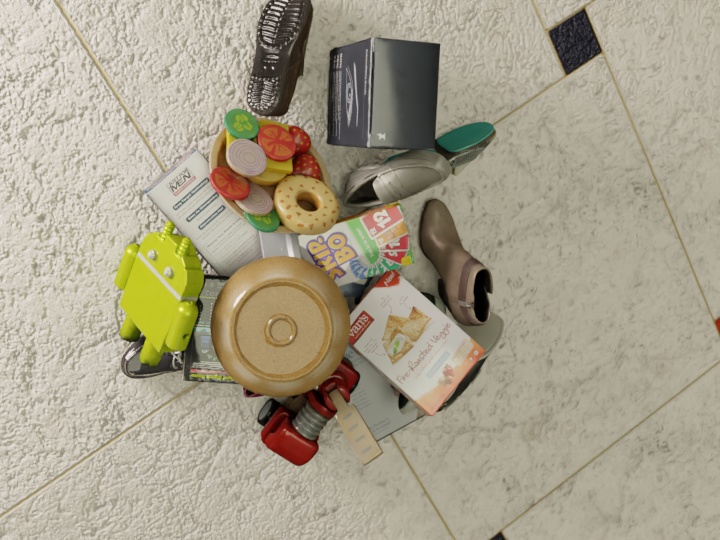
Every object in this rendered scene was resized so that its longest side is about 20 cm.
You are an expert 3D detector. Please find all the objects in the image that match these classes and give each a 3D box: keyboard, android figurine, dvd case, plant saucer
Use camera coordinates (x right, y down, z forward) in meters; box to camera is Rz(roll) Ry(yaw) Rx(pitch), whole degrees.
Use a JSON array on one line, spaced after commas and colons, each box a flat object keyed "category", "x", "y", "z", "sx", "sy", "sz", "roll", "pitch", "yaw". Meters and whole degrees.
[{"category": "keyboard", "x": -0.126, "y": -0.081, "z": 1.170, "sx": 0.056, "sy": 0.011, "sz": 0.202, "roll": -9, "pitch": 66, "yaw": -7}, {"category": "android figurine", "x": -0.285, "y": 0.030, "z": 1.116, "sx": 0.041, "sy": 0.182, "sz": 0.201, "roll": 0, "pitch": 124, "yaw": -48}, {"category": "dvd case", "x": 0.027, "y": 0.185, "z": 1.331, "sx": 0.142, "sy": 0.018, "sz": 0.201, "roll": -25, "pitch": 107, "yaw": -12}, {"category": "plant saucer", "x": -0.111, "y": 0.081, "z": 1.102, "sx": 0.198, "sy": 0.035, "sz": 0.202, "roll": -1, "pitch": 94, "yaw": -6}]

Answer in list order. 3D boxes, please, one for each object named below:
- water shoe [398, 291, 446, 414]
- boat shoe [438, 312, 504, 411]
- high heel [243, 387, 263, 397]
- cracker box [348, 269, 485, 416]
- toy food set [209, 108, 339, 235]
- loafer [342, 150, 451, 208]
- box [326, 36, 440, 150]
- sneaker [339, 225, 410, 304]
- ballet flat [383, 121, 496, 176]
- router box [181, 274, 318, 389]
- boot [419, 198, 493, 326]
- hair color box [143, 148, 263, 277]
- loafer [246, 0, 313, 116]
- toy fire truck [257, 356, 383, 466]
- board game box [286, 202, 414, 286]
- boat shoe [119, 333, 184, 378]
[{"category": "water shoe", "x": 0.078, "y": 0.133, "z": 1.299, "sx": 0.078, "sy": 0.071, "sz": 0.202, "roll": 19, "pitch": 77, "yaw": -11}, {"category": "boat shoe", "x": 0.177, "y": 0.158, "z": 1.353, "sx": 0.200, "sy": 0.074, "sz": 0.060, "roll": -51, "pitch": 153, "yaw": -20}, {"category": "high heel", "x": -0.107, "y": 0.113, "z": 1.200, "sx": 0.200, "sy": 0.096, "sz": 0.067, "roll": -43, "pitch": 94, "yaw": 17}, {"category": "cracker box", "x": 0.076, "y": 0.112, "z": 1.238, "sx": 0.200, "sy": 0.058, "sz": 0.134, "roll": 41, "pitch": 80, "yaw": 3}, {"category": "toy food set", "x": -0.128, "y": -0.141, "z": 1.149, "sx": 0.196, "sy": 0.049, "sz": 0.202, "roll": 5, "pitch": 63, "yaw": -29}, {"category": "loafer", "x": 0.051, "y": -0.129, "z": 1.183, "sx": 0.070, "sy": 0.199, "sz": 0.070, "roll": 44, "pitch": 57, "yaw": -28}, {"category": "box", "x": 0.028, "y": -0.252, "z": 1.148, "sx": 0.103, "sy": 0.200, "sz": 0.150, "roll": -1, "pitch": 101, "yaw": -20}, {"category": "sneaker", "x": 0.000, "y": 0.000, "z": 1.262, "sx": 0.199, "sy": 0.075, "sz": 0.085, "roll": -30, "pitch": 115, "yaw": -5}, {"category": "ballet flat", "x": 0.129, "y": -0.179, "z": 1.277, "sx": 0.199, "sy": 0.072, "sz": 0.073, "roll": -23, "pitch": 107, "yaw": -13}, {"category": "router box", "x": -0.154, "y": 0.088, "z": 1.147, "sx": 0.198, "sy": 0.062, "sz": 0.152, "roll": 5, "pitch": 92, "yaw": -7}, {"category": "boot", "x": 0.161, "y": -0.010, "z": 1.268, "sx": 0.070, "sy": 0.146, "sz": 0.202, "roll": -17, "pitch": 106, "yaw": -16}, {"category": "hair color box", "x": -0.217, "y": -0.073, "z": 1.176, "sx": 0.100, "sy": 0.060, "sz": 0.200, "roll": -42, "pitch": 111, "yaw": -8}, {"category": "loafer", "x": -0.117, "y": -0.319, "z": 1.168, "sx": 0.072, "sy": 0.071, "sz": 0.202, "roll": 17, "pitch": 86, "yaw": 19}, {"category": "toy fire truck", "x": -0.058, "y": 0.233, "z": 1.203, "sx": 0.128, "sy": 0.200, "sz": 0.177, "roll": 36, "pitch": 96, "yaw": -17}, {"category": "board game box", "x": -0.023, "y": -0.030, "z": 1.197, "sx": 0.198, "sy": 0.030, "sz": 0.096, "roll": -16, "pitch": 105, "yaw": -6}, {"category": "boat shoe", "x": -0.268, "y": 0.115, "z": 1.194, "sx": 0.198, "sy": 0.063, "sz": 0.073, "roll": -20, "pitch": 107, "yaw": -14}]
